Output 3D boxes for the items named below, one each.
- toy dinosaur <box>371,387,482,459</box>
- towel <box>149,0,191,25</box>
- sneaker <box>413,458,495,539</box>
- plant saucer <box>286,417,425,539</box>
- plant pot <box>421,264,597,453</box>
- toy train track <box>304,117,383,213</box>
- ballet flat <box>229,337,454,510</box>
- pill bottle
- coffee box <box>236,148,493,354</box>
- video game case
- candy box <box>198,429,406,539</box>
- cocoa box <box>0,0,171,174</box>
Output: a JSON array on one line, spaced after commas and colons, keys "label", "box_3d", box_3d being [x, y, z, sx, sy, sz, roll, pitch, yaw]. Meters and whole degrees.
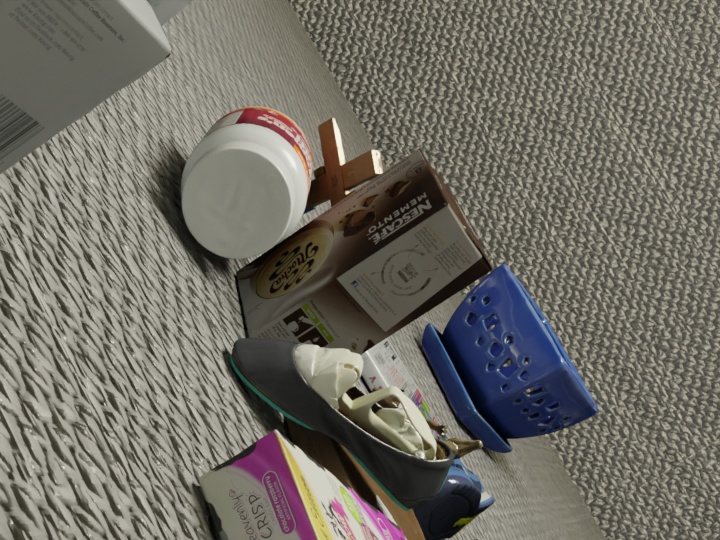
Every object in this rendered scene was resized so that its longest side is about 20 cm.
[{"label": "toy dinosaur", "box_3d": [0.021, 0.135, 1.240, 0.199, 0.059, 0.101, 30, -7, -5]}, {"label": "towel", "box_3d": [-0.171, -0.188, 0.926, 0.048, 0.170, 0.200, 55, 8, 0]}, {"label": "sneaker", "box_3d": [0.072, 0.209, 1.309, 0.083, 0.074, 0.200, 54, 1, 16]}, {"label": "plant saucer", "box_3d": [0.004, 0.185, 1.113, 0.201, 0.029, 0.200, 58, 8, -12]}, {"label": "plant pot", "box_3d": [0.214, 0.146, 2.032, 0.200, 0.179, 0.201, 48, 12, -54]}, {"label": "toy train track", "box_3d": [-0.038, -0.071, 1.297, 0.032, 0.199, 0.116, 0, 76, -40]}, {"label": "ballet flat", "box_3d": [-0.006, 0.101, 1.040, 0.200, 0.073, 0.073, 41, 12, -13]}, {"label": "pill bottle", "box_3d": [-0.098, -0.077, 1.185, 0.110, 0.109, 0.200, 56, 8, -12]}, {"label": "coffee box", "box_3d": [0.000, 0.000, 1.163, 0.080, 0.199, 0.113, 52, 9, -30]}, {"label": "video game case", "box_3d": [0.056, 0.161, 1.557, 0.183, 0.023, 0.200, 58, 7, 2]}, {"label": "candy box", "box_3d": [-0.010, 0.199, 0.838, 0.200, 0.061, 0.137, 47, 14, -54]}, {"label": "cocoa box", "box_3d": [-0.215, -0.169, 0.705, 0.132, 0.133, 0.200, 61, 8, 27]}]
